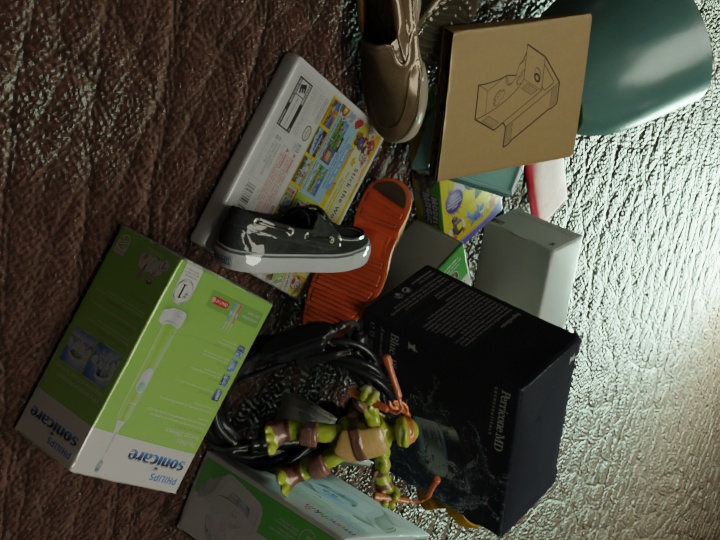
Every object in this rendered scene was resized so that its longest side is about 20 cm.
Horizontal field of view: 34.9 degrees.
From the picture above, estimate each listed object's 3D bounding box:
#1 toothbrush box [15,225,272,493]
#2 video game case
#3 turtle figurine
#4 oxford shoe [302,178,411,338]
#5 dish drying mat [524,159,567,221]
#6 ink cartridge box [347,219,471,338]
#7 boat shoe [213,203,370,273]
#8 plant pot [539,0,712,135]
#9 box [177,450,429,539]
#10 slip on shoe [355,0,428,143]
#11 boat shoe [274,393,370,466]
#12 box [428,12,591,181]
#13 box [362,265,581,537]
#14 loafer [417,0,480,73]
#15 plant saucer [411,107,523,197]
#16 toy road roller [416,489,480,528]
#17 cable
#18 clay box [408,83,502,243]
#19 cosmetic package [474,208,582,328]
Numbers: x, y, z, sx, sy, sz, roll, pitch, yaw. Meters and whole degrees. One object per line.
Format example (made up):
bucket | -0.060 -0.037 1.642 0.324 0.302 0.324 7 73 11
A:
toothbrush box | -0.189 0.084 1.024 0.145 0.086 0.201 30 86 -56
video game case | -0.066 -0.087 1.139 0.182 0.023 0.201 32 83 -56
turtle figurine | -0.011 0.161 1.134 0.065 0.160 0.201 -95 173 -52
oxford shoe | 0.000 0.000 1.228 0.201 0.071 0.073 -59 170 -22
dish drying mat | 0.242 -0.146 1.523 0.077 0.018 0.201 -46 143 -24
ink cartridge box | 0.064 0.066 1.357 0.147 0.083 0.201 -46 143 -25
boat shoe | -0.056 -0.034 1.106 0.199 0.068 0.057 -5 114 -50
plant pot | 0.292 -0.255 1.372 0.160 0.201 0.201 -29 137 -11
box | -0.061 0.280 1.221 0.176 0.199 0.097 18 95 -55
slip on shoe | 0.026 -0.221 1.127 0.060 0.076 0.202 -28 129 -48
boat shoe | -0.041 0.183 1.309 0.200 0.071 0.066 31 65 -56
box | 0.163 -0.190 1.238 0.199 0.021 0.165 -13 120 -32
box | 0.107 0.133 1.199 0.117 0.199 0.198 -32 136 -42
loafer | 0.084 -0.290 1.175 0.075 0.068 0.201 14 116 -47
plant saucer | 0.131 -0.128 1.297 0.199 0.019 0.070 9 104 -53
toy road roller | 0.136 0.253 1.570 0.122 0.145 0.202 -20 90 -45
cable | -0.069 0.137 1.176 0.199 0.051 0.164 -22 119 1
clay box | 0.111 -0.127 1.330 0.115 0.047 0.201 -40 140 -31
cosmetic package | 0.213 0.033 1.515 0.081 0.112 0.202 -20 129 -45
